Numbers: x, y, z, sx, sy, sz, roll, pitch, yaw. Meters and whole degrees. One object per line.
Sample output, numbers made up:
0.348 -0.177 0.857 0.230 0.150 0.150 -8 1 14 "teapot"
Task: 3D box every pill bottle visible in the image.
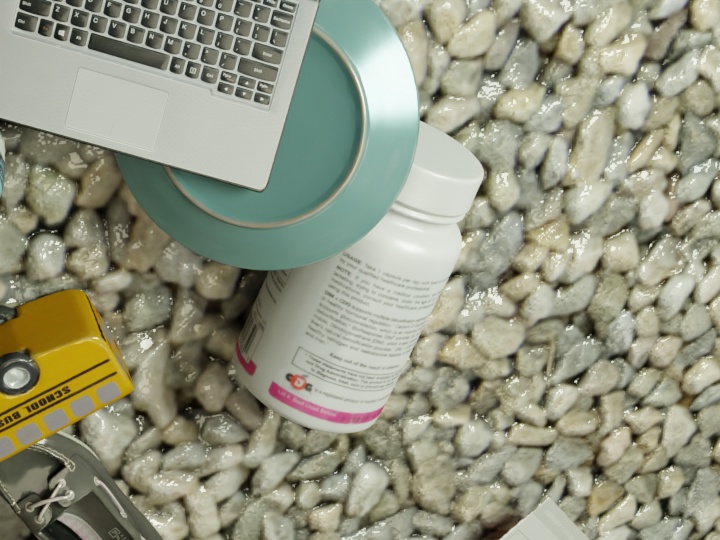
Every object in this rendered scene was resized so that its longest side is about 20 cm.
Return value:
0.000 0.000 1.150 0.113 0.114 0.201 13 116 -29 "pill bottle"

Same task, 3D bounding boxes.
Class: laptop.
-0.116 -0.150 0.965 0.186 0.116 0.201 15 104 -8 "laptop"

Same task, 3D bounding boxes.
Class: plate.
-0.062 -0.095 1.058 0.199 0.026 0.202 1 104 4 "plate"

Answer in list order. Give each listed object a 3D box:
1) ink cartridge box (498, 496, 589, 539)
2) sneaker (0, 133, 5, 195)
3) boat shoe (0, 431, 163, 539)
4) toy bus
0.112 0.282 1.427 0.200 0.050 0.161 -42 127 3 "ink cartridge box"
-0.302 -0.023 1.026 0.200 0.086 0.078 -36 127 3 "sneaker"
-0.198 0.180 1.221 0.067 0.057 0.200 -37 128 4 "boat shoe"
-0.259 0.087 1.131 0.199 0.065 0.079 -28 129 -4 "toy bus"
